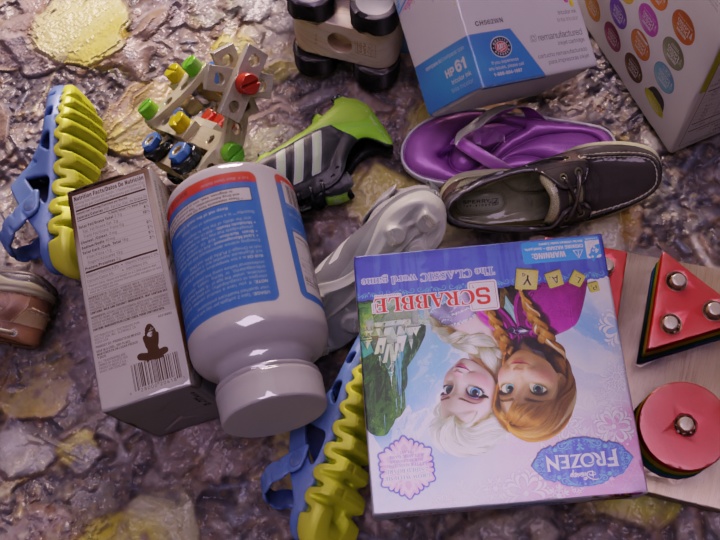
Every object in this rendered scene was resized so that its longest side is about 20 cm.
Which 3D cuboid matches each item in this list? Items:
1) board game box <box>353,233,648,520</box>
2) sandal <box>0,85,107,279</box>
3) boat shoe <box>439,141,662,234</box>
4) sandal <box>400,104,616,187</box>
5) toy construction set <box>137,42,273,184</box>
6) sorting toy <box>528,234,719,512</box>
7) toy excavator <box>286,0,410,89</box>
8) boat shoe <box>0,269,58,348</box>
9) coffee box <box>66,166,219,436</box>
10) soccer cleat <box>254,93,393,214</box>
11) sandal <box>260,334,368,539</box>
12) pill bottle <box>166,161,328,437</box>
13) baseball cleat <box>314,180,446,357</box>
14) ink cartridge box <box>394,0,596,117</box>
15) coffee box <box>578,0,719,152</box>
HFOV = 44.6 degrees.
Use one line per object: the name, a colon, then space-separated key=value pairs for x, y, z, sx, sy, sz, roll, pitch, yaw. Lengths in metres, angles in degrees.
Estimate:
board game box: x=0.099 y=0.079 z=0.669 sx=0.198 sy=0.041 sz=0.201 roll=-6 pitch=70 yaw=2
sandal: x=-0.295 y=-0.086 z=0.834 sx=0.086 sy=0.080 sz=0.201 roll=-8 pitch=66 yaw=14
boat shoe: x=0.167 y=-0.065 z=0.769 sx=0.199 sy=0.066 sz=0.072 roll=-8 pitch=108 yaw=9
sandal: x=0.137 y=-0.122 z=0.814 sx=0.201 sy=0.050 sz=0.083 roll=0 pitch=69 yaw=7
toy construction set: x=-0.137 y=-0.141 z=0.799 sx=0.092 sy=0.200 sz=0.131 roll=42 pitch=79 yaw=-24
sorting toy: x=0.220 y=0.072 z=0.721 sx=0.197 sy=0.070 sz=0.201 roll=11 pitch=71 yaw=11
toy excavator: x=0.040 y=-0.285 z=0.871 sx=0.193 sy=0.100 sz=0.201 roll=15 pitch=64 yaw=11
boat shoe: x=-0.381 y=0.041 z=0.806 sx=0.198 sy=0.076 sz=0.074 roll=-1 pitch=72 yaw=8
coffee box: x=-0.181 y=0.029 z=0.764 sx=0.079 sy=0.114 sz=0.201 roll=-17 pitch=67 yaw=3
soccer cleat: x=-0.056 y=-0.081 z=0.817 sx=0.200 sy=0.068 sz=0.081 roll=-41 pitch=76 yaw=-11
sandal: x=-0.024 y=0.132 z=0.729 sx=0.087 sy=0.080 sz=0.201 roll=5 pitch=58 yaw=38
pill bottle: x=-0.088 y=0.024 z=0.702 sx=0.111 sy=0.112 sz=0.201 roll=-15 pitch=62 yaw=1
baseball cleat: x=0.000 y=0.000 z=0.782 sx=0.200 sy=0.107 sz=0.070 roll=-38 pitch=107 yaw=16
ink cartridge box: x=0.109 y=-0.256 z=0.787 sx=0.144 sy=0.085 sz=0.201 roll=-17 pitch=89 yaw=-31
coffee box: x=0.327 y=-0.262 z=0.764 sx=0.199 sy=0.198 sz=0.201 roll=-23 pitch=67 yaw=-4
